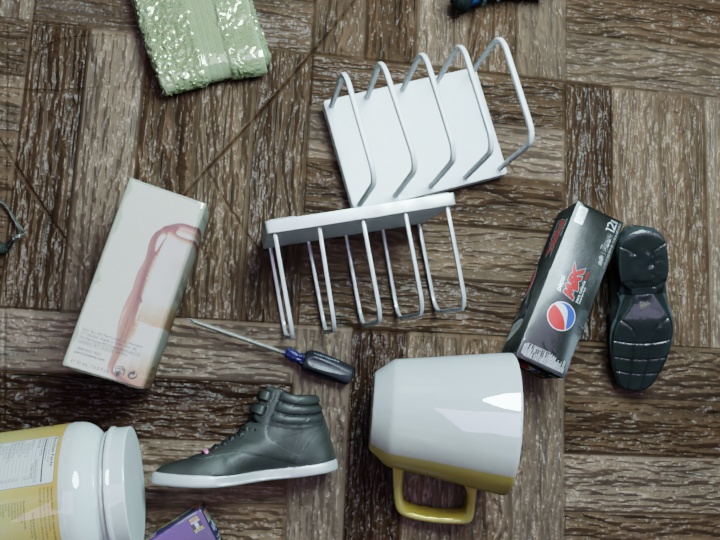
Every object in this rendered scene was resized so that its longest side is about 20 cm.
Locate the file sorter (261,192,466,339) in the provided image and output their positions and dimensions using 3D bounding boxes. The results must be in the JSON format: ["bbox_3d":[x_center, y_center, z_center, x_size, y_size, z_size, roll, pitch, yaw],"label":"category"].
[{"bbox_3d":[0.000,0.000,0.799,0.198,0.139,0.126,-9,86,-10],"label":"file sorter"}]

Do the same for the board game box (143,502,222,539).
[{"bbox_3d":[-0.213,0.369,0.752,0.199,0.057,0.166,-30,88,-12],"label":"board game box"}]

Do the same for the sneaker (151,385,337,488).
[{"bbox_3d":[-0.126,0.180,0.789,0.198,0.071,0.100,-4,81,-15],"label":"sneaker"}]

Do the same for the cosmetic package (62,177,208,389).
[{"bbox_3d":[-0.235,0.017,0.777,0.086,0.103,0.202,17,81,-7],"label":"cosmetic package"}]

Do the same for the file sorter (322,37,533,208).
[{"bbox_3d":[0.075,-0.168,0.833,0.198,0.125,0.140,-15,84,-11],"label":"file sorter"}]

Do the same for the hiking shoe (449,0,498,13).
[{"bbox_3d":[0.204,-0.376,0.915,0.199,0.074,0.087,-37,88,-12],"label":"hiking shoe"}]

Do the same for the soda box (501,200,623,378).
[{"bbox_3d":[0.238,0.025,0.863,0.063,0.071,0.201,25,80,-1],"label":"soda box"}]

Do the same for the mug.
[{"bbox_3d":[0.085,0.177,0.786,0.151,0.150,0.189,5,74,0],"label":"mug"}]

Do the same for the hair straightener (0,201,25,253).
[{"bbox_3d":[-0.464,-0.061,0.783,0.198,0.041,0.078,7,81,-8],"label":"hair straightener"}]

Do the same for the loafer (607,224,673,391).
[{"bbox_3d":[0.334,0.044,0.877,0.072,0.072,0.202,3,102,8],"label":"loafer"}]

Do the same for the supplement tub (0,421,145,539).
[{"bbox_3d":[-0.322,0.228,0.711,0.198,0.145,0.146,-6,83,-10],"label":"supplement tub"}]

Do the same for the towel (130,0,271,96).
[{"bbox_3d":[-0.198,-0.315,0.864,0.147,0.036,0.202,-16,84,-10],"label":"towel"}]

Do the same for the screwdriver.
[{"bbox_3d":[-0.100,0.085,0.827,0.198,0.028,0.029,24,48,-4],"label":"screwdriver"}]
